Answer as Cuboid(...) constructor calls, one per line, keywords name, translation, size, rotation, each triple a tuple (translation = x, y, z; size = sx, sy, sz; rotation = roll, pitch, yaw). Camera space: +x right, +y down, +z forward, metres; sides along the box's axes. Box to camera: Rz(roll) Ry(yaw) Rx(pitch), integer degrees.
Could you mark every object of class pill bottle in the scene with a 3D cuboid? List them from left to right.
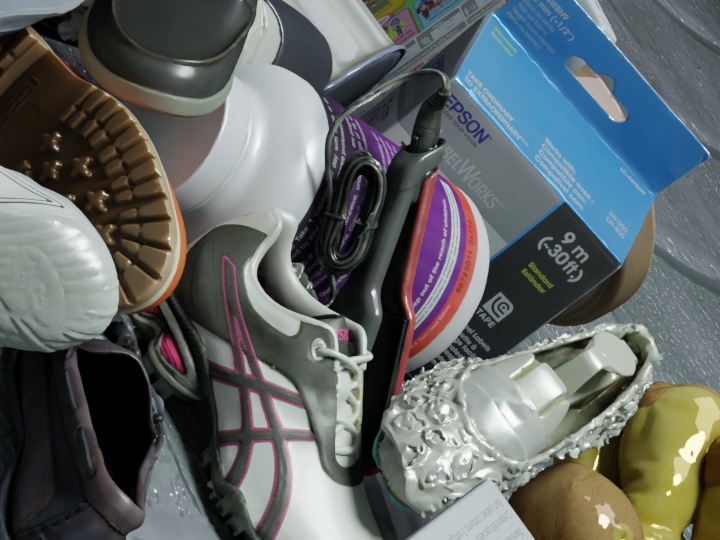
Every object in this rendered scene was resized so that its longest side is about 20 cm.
Cuboid(name="pill bottle", translation=(-0.032, -0.030, 1.254), size=(0.200, 0.112, 0.113), rotation=(33, 27, -45))

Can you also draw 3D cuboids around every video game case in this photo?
Cuboid(name="video game case", translation=(0.034, -0.140, 1.464), size=(0.022, 0.200, 0.182), rotation=(38, 23, -46))

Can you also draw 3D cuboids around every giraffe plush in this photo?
Cuboid(name="giraffe plush", translation=(0.112, 0.151, 1.260), size=(0.162, 0.172, 0.201), rotation=(10, 80, -48))

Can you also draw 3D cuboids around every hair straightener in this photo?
Cuboid(name="hair straightener", translation=(0.000, 0.000, 1.187), size=(0.077, 0.200, 0.041), rotation=(6, 16, -43))

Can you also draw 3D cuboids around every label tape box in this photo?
Cuboid(name="label tape box", translation=(0.070, -0.043, 1.377), size=(0.143, 0.200, 0.066), rotation=(47, 21, -15))

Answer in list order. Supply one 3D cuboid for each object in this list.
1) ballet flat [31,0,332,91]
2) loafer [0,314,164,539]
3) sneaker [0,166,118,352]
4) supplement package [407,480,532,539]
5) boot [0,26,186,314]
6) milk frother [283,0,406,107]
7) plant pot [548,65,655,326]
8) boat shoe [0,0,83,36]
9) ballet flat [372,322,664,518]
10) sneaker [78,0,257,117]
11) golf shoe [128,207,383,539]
Cuboid(name="ballet flat", translation=(-0.100, -0.126, 1.252), size=(0.200, 0.073, 0.073), rotation=(19, 30, -17))
Cuboid(name="loafer", translation=(-0.102, 0.063, 1.005), size=(0.072, 0.063, 0.200), rotation=(44, 21, -20))
Cuboid(name="sneaker", translation=(-0.185, -0.027, 0.971), size=(0.200, 0.072, 0.072), rotation=(31, -7, -21))
Cuboid(name="supplement package", translation=(0.030, 0.209, 0.892), size=(0.200, 0.151, 0.152), rotation=(54, 19, 5))
Cuboid(name="boot", translation=(-0.114, -0.037, 1.106), size=(0.107, 0.075, 0.200), rotation=(42, 7, -47))
Cuboid(name="milk frother", translation=(-0.036, -0.188, 1.395), size=(0.188, 0.200, 0.180), rotation=(54, 15, 3))
Cuboid(name="plant pot", translation=(0.073, -0.048, 1.489), size=(0.093, 0.201, 0.201), rotation=(-27, 77, -29))
Cuboid(name="boat shoe", translation=(-0.184, -0.120, 1.062), size=(0.200, 0.065, 0.074), rotation=(-34, 106, -52))
Cuboid(name="ballet flat", translation=(0.079, 0.058, 1.173), size=(0.072, 0.072, 0.200), rotation=(56, 33, 10))
Cuboid(name="sneaker", translation=(-0.074, -0.156, 1.154), size=(0.075, 0.106, 0.200), rotation=(18, 33, -6))
Cuboid(name="golf shoe", translation=(-0.029, 0.067, 1.131), size=(0.200, 0.088, 0.077), rotation=(59, 18, 14))
